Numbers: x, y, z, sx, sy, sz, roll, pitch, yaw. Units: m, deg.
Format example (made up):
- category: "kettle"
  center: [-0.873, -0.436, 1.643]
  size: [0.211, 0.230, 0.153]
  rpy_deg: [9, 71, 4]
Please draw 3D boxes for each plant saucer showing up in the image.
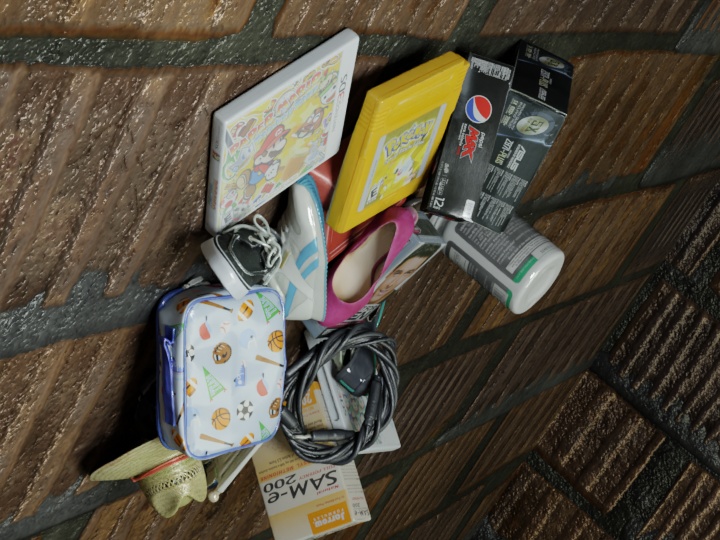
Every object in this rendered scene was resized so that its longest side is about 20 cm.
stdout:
- category: "plant saucer"
  center: [0.003, -0.105, 1.734]
  size: [0.199, 0.037, 0.201]
  rpy_deg: [-38, 157, -29]

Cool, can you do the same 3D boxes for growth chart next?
- category: "growth chart"
  center: [-0.156, 0.184, 1.744]
  size: [0.018, 0.201, 0.145]
  rpy_deg: [30, 118, -26]

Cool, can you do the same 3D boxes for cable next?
- category: "cable"
  center: [-0.020, 0.166, 1.865]
  size: [0.199, 0.164, 0.051]
  rpy_deg: [-37, -165, -17]

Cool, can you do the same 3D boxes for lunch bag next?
- category: "lunch bag"
  center: [-0.164, 0.108, 1.578]
  size: [0.159, 0.075, 0.203]
  rpy_deg: [-9, 104, -40]

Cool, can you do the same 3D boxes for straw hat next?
- category: "straw hat"
  center: [-0.228, 0.251, 1.683]
  size: [0.199, 0.086, 0.201]
  rpy_deg: [-24, 172, -4]

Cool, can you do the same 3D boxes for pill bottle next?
- category: "pill bottle"
  center: [0.185, -0.041, 1.990]
  size: [0.113, 0.200, 0.114]
  rpy_deg: [-41, 159, -20]

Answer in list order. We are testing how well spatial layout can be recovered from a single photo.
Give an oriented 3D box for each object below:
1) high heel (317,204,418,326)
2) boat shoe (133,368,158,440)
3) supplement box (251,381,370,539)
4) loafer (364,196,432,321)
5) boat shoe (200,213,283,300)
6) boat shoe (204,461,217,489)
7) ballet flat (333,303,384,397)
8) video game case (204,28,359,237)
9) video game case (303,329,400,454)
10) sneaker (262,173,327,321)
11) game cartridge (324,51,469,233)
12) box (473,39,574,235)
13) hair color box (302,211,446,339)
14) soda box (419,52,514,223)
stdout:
- category: "high heel"
  center: [0.000, 0.000, 1.746]
  size: [0.200, 0.067, 0.096]
  rpy_deg: [-45, 176, 18]
- category: "boat shoe"
  center: [-0.186, 0.124, 1.673]
  size: [0.199, 0.075, 0.093]
  rpy_deg: [-40, 165, -24]
- category: "supplement box"
  center: [-0.078, 0.272, 1.935]
  size: [0.125, 0.203, 0.073]
  rpy_deg: [-22, 165, 15]
- category: "loafer"
  center: [0.045, -0.011, 1.934]
  size: [0.201, 0.071, 0.073]
  rpy_deg: [-55, 159, 13]
- category: "boat shoe"
  center: [-0.119, -0.017, 1.503]
  size: [0.068, 0.074, 0.199]
  rpy_deg: [-34, 177, 7]
- category: "boat shoe"
  center: [-0.174, 0.232, 1.876]
  size: [0.202, 0.084, 0.069]
  rpy_deg: [-62, 168, 23]
- category: "ballet flat"
  center: [-0.006, 0.090, 1.973]
  size: [0.074, 0.072, 0.202]
  rpy_deg: [109, -8, -46]
- category: "video game case"
  center: [-0.085, -0.147, 1.490]
  size: [0.199, 0.023, 0.183]
  rpy_deg: [-37, 156, -31]
- category: "video game case"
  center: [-0.009, 0.174, 2.008]
  size: [0.023, 0.184, 0.200]
  rpy_deg: [-22, 167, 18]
- category: "sneaker"
  center: [-0.079, -0.022, 1.638]
  size: [0.077, 0.079, 0.202]
  rpy_deg: [-95, -174, -55]
- category: "game cartridge"
  center: [0.046, -0.153, 1.642]
  size: [0.176, 0.032, 0.201]
  rpy_deg: [-32, 153, -41]
- category: "box"
  center: [0.203, -0.180, 1.861]
  size: [0.164, 0.085, 0.201]
  rpy_deg: [-70, -175, -57]
- category: "hair color box"
  center: [0.012, 0.006, 1.850]
  size: [0.200, 0.061, 0.099]
  rpy_deg: [-43, 163, 19]
- category: "soda box"
  center: [0.133, -0.163, 1.731]
  size: [0.071, 0.062, 0.203]
  rpy_deg: [-167, -87, -84]
